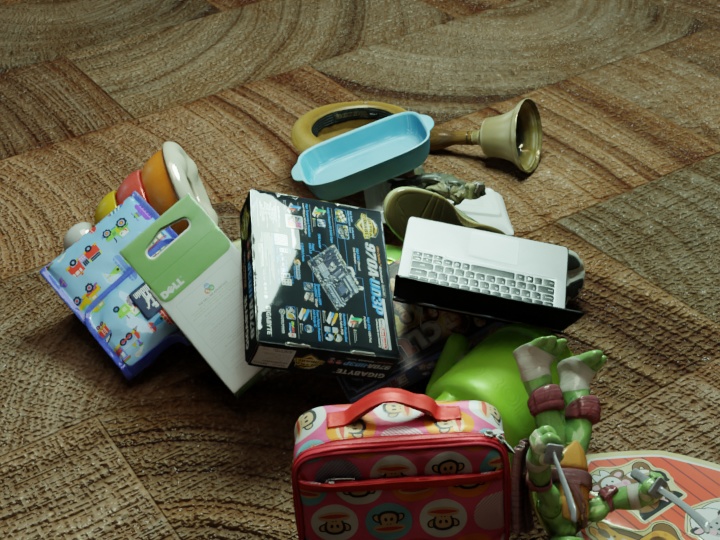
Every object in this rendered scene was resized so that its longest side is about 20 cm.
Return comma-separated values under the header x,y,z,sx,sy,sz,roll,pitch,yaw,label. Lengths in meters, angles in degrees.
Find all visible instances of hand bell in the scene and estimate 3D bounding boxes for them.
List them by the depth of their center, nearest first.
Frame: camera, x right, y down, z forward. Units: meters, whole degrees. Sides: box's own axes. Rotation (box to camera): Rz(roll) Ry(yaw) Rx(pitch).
x,y,z,sx,sy,sz,roll,pitch,yaw,label
0.156,-0.195,1.710,0.197,0.106,0.104,2,32,30,hand bell

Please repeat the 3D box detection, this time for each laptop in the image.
x,y,z,sx,sy,sz,roll,pitch,yaw,label
0.133,-0.008,1.215,0.184,0.117,0.202,11,46,2,laptop

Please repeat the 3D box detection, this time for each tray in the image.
x,y,z,sx,sy,sz,roll,pitch,yaw,label
0.104,-0.091,1.560,0.196,0.022,0.108,5,34,-8,tray

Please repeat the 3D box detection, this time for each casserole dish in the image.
x,y,z,sx,sy,sz,roll,pitch,yaw,label
0.007,-0.147,1.532,0.197,0.039,0.122,-21,31,0,casserole dish

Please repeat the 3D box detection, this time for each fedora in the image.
x,y,z,sx,sy,sz,roll,pitch,yaw,label
-0.004,-0.175,1.680,0.197,0.083,0.202,-1,31,0,fedora

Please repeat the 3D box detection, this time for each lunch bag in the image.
x,y,z,sx,sy,sz,roll,pitch,yaw,label
0.037,0.182,1.045,0.196,0.179,0.082,-4,32,0,lunch bag
-0.254,0.030,1.367,0.150,0.094,0.200,-41,53,-11,lunch bag

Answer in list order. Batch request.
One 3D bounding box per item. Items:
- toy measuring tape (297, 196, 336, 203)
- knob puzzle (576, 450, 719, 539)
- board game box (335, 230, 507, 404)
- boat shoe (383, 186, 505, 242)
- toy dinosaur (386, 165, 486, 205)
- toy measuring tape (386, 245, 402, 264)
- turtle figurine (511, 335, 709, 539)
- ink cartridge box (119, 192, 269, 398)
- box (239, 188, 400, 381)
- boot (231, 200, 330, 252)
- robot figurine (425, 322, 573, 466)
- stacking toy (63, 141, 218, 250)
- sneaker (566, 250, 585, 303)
x,y,z,sx,sy,sz,roll,pitch,yaw,label
-0.041,-0.055,1.525,0.196,0.075,0.074,5,31,-12,toy measuring tape
0.280,0.224,1.092,0.216,0.031,0.221,-3,33,2,knob puzzle
0.051,0.054,1.290,0.198,0.035,0.136,-27,54,-7,board game box
0.096,-0.054,1.434,0.199,0.074,0.063,16,7,-37,boat shoe
0.088,-0.107,1.512,0.087,0.048,0.200,-23,26,-18,toy dinosaur
0.000,0.000,1.410,0.197,0.075,0.074,10,35,19,toy measuring tape
0.207,0.154,1.023,0.141,0.201,0.197,0,63,-9,turtle figurine
-0.160,0.028,1.278,0.104,0.059,0.201,-40,84,-8,ink cartridge box
-0.046,0.013,1.246,0.156,0.046,0.202,8,52,-20,box
-0.106,0.010,1.374,0.198,0.072,0.156,-26,33,16,boot
0.143,0.129,1.170,0.174,0.117,0.199,28,44,30,robot figurine
-0.297,-0.067,1.537,0.197,0.147,0.147,-24,34,3,stacking toy
0.167,0.028,1.382,0.197,0.082,0.083,-14,9,-13,sneaker
